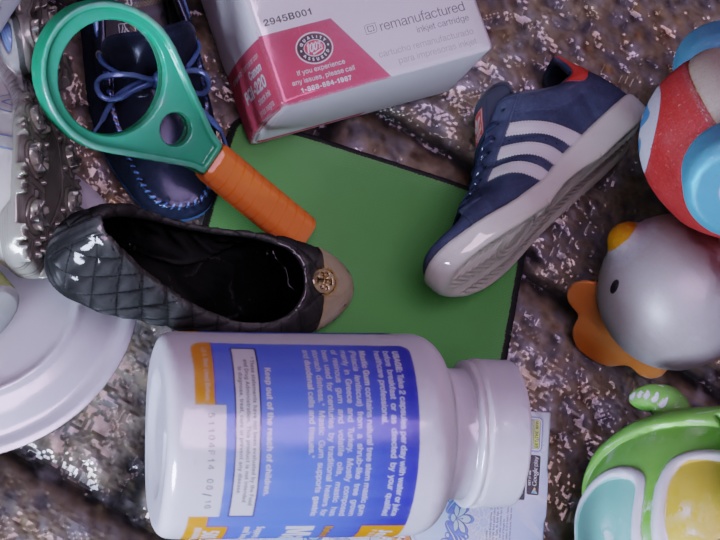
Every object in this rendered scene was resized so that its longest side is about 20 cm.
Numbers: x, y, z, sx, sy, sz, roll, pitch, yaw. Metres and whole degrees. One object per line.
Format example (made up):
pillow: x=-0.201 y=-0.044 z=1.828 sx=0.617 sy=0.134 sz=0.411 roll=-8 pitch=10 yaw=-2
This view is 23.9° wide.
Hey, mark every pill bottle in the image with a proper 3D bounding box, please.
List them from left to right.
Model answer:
pill bottle: x=-0.013 y=0.089 z=0.925 sx=0.199 sy=0.112 sz=0.113 roll=2 pitch=80 yaw=-13

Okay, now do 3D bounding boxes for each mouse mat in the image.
mouse mat: x=0.000 y=0.000 z=1.022 sx=0.199 sy=0.008 sz=0.162 roll=17 pitch=62 yaw=-8

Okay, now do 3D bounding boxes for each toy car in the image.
toy car: x=0.195 y=-0.014 z=1.018 sx=0.200 sy=0.185 sz=0.177 roll=-39 pitch=107 yaw=24

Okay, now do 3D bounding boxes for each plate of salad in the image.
plate of salad: x=-0.224 y=0.018 z=0.957 sx=0.199 sy=0.048 sz=0.201 roll=2 pitch=60 yaw=-4

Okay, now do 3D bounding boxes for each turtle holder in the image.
turtle holder: x=0.204 y=0.151 z=0.970 sx=0.141 sy=0.185 sz=0.132 roll=41 pitch=43 yaw=-22

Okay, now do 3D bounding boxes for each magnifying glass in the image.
magnifying glass: x=-0.100 y=-0.075 z=0.955 sx=0.200 sy=0.022 sz=0.080 roll=40 pitch=77 yaw=-33

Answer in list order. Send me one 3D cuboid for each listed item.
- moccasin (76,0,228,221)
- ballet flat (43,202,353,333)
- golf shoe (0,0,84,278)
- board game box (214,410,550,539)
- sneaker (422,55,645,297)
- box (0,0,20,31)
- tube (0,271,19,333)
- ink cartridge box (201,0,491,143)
moccasin: x=-0.132 y=-0.127 z=0.995 sx=0.080 sy=0.068 sz=0.201 roll=-17 pitch=82 yaw=-18
ballet flat: x=-0.079 y=0.004 z=0.935 sx=0.199 sy=0.057 sz=0.067 roll=7 pitch=69 yaw=-39
golf shoe: x=-0.212 y=-0.074 z=0.954 sx=0.097 sy=0.078 sz=0.201 roll=-15 pitch=56 yaw=6
board game box: x=0.007 y=0.173 z=0.996 sx=0.198 sy=0.043 sz=0.201 roll=8 pitch=78 yaw=-14
sneaker: x=0.087 y=-0.063 z=1.039 sx=0.084 sy=0.075 sz=0.200 roll=41 pitch=54 yaw=13
box: x=-0.276 y=-0.195 z=0.921 sx=0.183 sy=0.105 sz=0.201 roll=24 pitch=73 yaw=17
tube: x=-0.265 y=-0.036 z=0.930 sx=0.200 sy=0.052 sz=0.058 roll=45 pitch=28 yaw=23
ink cartridge box: x=-0.025 y=-0.197 z=1.030 sx=0.145 sy=0.085 sz=0.201 roll=-17 pitch=83 yaw=-20
